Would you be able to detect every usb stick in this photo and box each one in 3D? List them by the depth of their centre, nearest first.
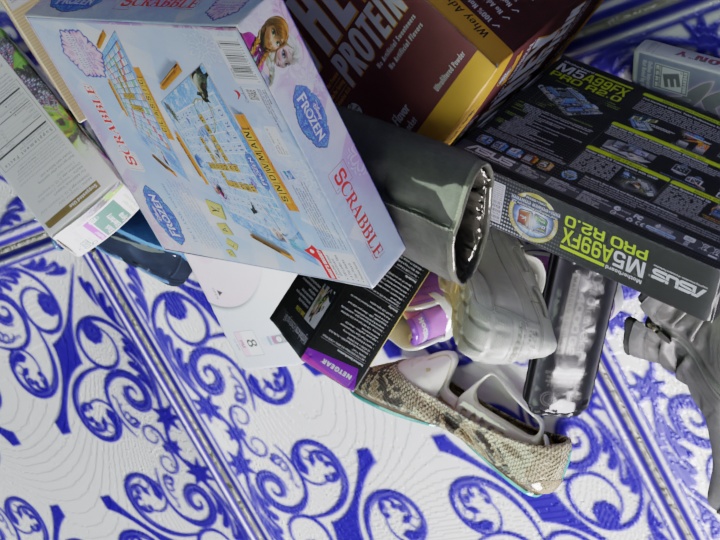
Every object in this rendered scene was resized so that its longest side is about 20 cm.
[{"bbox_3d":[0.160,0.020,1.306,0.055,0.033,0.200,3,120,-8],"label":"usb stick"}]

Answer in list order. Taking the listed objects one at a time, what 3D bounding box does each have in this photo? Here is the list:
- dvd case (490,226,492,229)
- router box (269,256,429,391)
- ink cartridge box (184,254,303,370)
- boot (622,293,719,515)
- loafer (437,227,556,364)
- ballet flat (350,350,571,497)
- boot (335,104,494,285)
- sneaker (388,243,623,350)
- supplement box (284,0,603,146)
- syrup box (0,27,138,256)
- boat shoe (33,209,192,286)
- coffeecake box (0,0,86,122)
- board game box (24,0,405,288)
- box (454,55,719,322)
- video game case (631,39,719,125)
[{"bbox_3d":[0.044,-0.085,1.275,0.149,0.200,0.016,41,103,3],"label":"dvd case"},{"bbox_3d":[0.000,0.000,1.329,0.051,0.149,0.200,33,-179,-11],"label":"router box"},{"bbox_3d":[-0.057,0.000,1.520,0.200,0.057,0.163,-7,114,47],"label":"ink cartridge box"},{"bbox_3d":[0.253,0.084,1.305,0.132,0.070,0.200,29,135,21],"label":"boot"},{"bbox_3d":[0.099,0.007,1.297,0.070,0.200,0.070,11,121,-10],"label":"loafer"},{"bbox_3d":[0.088,0.111,1.477,0.200,0.068,0.075,29,112,13],"label":"ballet flat"},{"bbox_3d":[-0.012,-0.091,1.106,0.200,0.073,0.182,30,150,30],"label":"boot"},{"bbox_3d":[0.095,0.031,1.368,0.200,0.114,0.073,4,120,35],"label":"sneaker"},{"bbox_3d":[0.041,-0.200,1.184,0.197,0.200,0.133,44,137,6],"label":"supplement box"},{"bbox_3d":[-0.285,-0.115,1.555,0.200,0.081,0.079,49,179,15],"label":"syrup box"},{"bbox_3d":[-0.242,-0.041,1.618,0.200,0.084,0.069,33,138,20],"label":"boat shoe"},{"bbox_3d":[-0.239,-0.203,1.429,0.154,0.073,0.200,58,175,-10],"label":"coffeecake box"},{"bbox_3d":[-0.090,-0.087,1.103,0.199,0.041,0.200,10,139,42],"label":"board game box"},{"bbox_3d":[0.179,-0.059,1.168,0.200,0.160,0.044,25,132,23],"label":"box"},{"bbox_3d":[0.269,-0.048,1.236,0.182,0.023,0.200,20,130,28],"label":"video game case"}]
